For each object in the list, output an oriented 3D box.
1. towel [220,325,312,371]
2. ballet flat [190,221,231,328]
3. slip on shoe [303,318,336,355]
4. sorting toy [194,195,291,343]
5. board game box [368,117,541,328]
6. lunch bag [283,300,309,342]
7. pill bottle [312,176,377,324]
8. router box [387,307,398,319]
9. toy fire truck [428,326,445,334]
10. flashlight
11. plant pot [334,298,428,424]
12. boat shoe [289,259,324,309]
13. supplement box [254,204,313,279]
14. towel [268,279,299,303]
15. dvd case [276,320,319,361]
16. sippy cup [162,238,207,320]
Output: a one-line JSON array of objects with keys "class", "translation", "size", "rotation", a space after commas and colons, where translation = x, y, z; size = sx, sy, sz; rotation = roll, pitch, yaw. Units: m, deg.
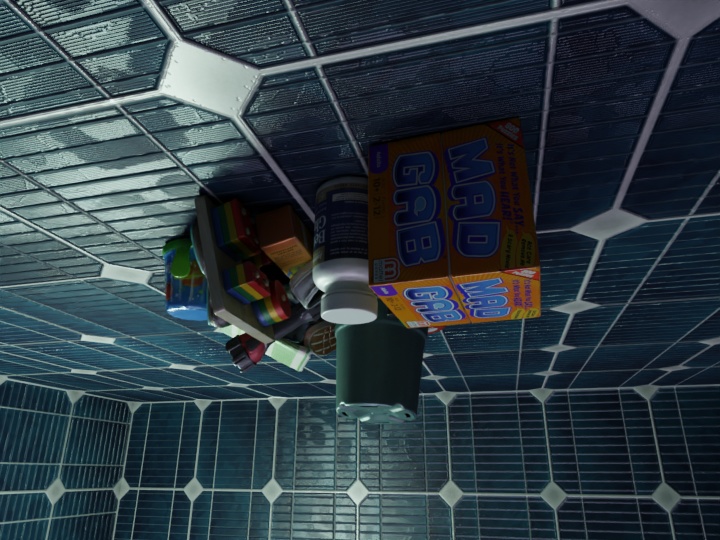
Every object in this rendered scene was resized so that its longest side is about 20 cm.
[{"class": "towel", "translation": [-0.196, 0.142, 1.066], "size": [0.199, 0.024, 0.153], "rotation": [27, 156, -2]}, {"class": "ballet flat", "translation": [-0.251, 0.007, 0.937], "size": [0.068, 0.202, 0.068], "rotation": [-5, -158, 1]}, {"class": "slip on shoe", "translation": [-0.070, 0.129, 1.114], "size": [0.060, 0.077, 0.200], "rotation": [24, -164, 26]}, {"class": "sorting toy", "translation": [-0.183, -0.003, 0.867], "size": [0.069, 0.201, 0.199], "rotation": [-20, 156, 5]}, {"class": "board game box", "translation": [0.133, -0.050, 0.716], "size": [0.198, 0.202, 0.200], "rotation": [-7, 157, 17]}, {"class": "lunch bag", "translation": [-0.213, 0.080, 1.130], "size": [0.199, 0.083, 0.161], "rotation": [21, 173, 37]}, {"class": "pill bottle", "translation": [-0.016, -0.027, 0.778], "size": [0.110, 0.202, 0.111], "rotation": [0, 159, 0]}, {"class": "router box", "translation": [0.136, -0.011, 0.878], "size": [0.199, 0.159, 0.052], "rotation": [-15, 154, 36]}, {"class": "toy fire truck", "translation": [0.149, 0.051, 1.057], "size": [0.199, 0.113, 0.168], "rotation": [-22, 158, 26]}, {"class": "flashlight", "translation": [-0.150, 0.109, 0.967], "size": [0.199, 0.068, 0.068], "rotation": [-33, 129, -8]}, {"class": "plant pot", "translation": [0.036, 0.174, 0.981], "size": [0.198, 0.198, 0.201], "rotation": [3, 151, 2]}, {"class": "boat shoe", "translation": [-0.032, -0.007, 0.908], "size": [0.200, 0.072, 0.070], "rotation": [-39, 157, 10]}, {"class": "supplement box", "translation": [-0.117, -0.037, 0.927], "size": [0.066, 0.069, 0.200], "rotation": [-17, 158, 7]}, {"class": "towel", "translation": [-0.151, 0.042, 1.087], "size": [0.199, 0.031, 0.149], "rotation": [20, 170, 44]}, {"class": "dvd case", "translation": [-0.118, 0.136, 1.228], "size": [0.198, 0.151, 0.025], "rotation": [-10, 128, -20]}, {"class": "sippy cup", "translation": [-0.320, 0.024, 1.013], "size": [0.139, 0.131, 0.177], "rotation": [-13, 156, 32]}]
